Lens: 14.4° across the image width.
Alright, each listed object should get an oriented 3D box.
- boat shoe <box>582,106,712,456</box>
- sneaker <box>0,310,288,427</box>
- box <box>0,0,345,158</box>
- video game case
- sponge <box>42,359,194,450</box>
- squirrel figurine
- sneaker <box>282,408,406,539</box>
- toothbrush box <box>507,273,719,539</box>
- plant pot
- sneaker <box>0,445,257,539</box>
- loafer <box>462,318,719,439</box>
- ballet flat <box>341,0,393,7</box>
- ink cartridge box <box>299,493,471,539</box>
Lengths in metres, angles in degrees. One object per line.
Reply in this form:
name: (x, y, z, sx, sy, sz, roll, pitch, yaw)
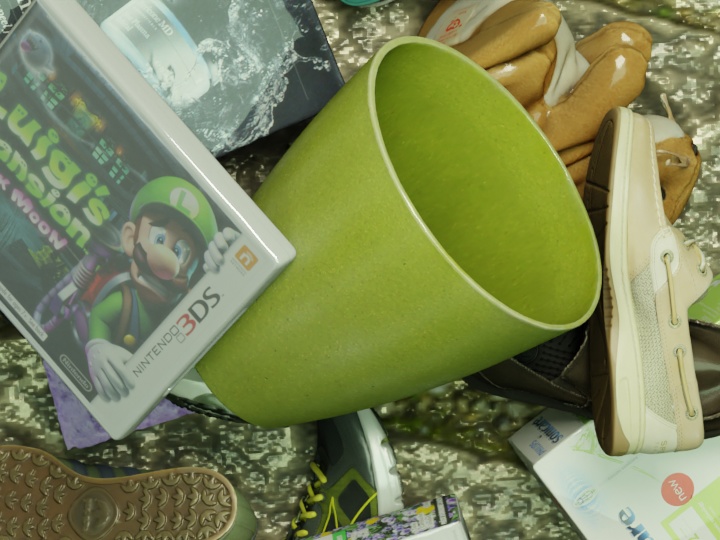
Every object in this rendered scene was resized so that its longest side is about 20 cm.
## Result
boat shoe: (0.167, 0.006, 1.634, 0.065, 0.072, 0.200, -2, 89, -7)
sneaker: (-0.125, 0.027, 1.695, 0.200, 0.077, 0.089, 21, 80, -15)
box: (-0.138, -0.155, 1.664, 0.200, 0.117, 0.197, -24, 101, -6)
video game case: (-0.152, -0.029, 1.579, 0.200, 0.023, 0.182, 49, 128, 6)
sponge: (-0.099, 0.028, 1.741, 0.200, 0.030, 0.112, -17, 100, -5)
squirrel figurine: (0.102, -0.073, 1.722, 0.200, 0.142, 0.187, -38, 113, 12)
sneaker: (-0.015, 0.164, 1.751, 0.084, 0.074, 0.200, -9, 100, -7)
toothbrush box: (0.218, 0.108, 1.775, 0.200, 0.086, 0.146, -37, 101, -1)
plant pot: (0.000, 0.000, 1.600, 0.200, 0.187, 0.187, -35, 104, 30)
sneaker: (-0.155, 0.151, 1.729, 0.200, 0.090, 0.067, 2, 74, 19)
loafer: (0.146, 0.055, 1.692, 0.200, 0.071, 0.073, 5, 73, 15)
ballet flat: (0.068, -0.202, 1.668, 0.200, 0.069, 0.070, -10, 103, 37)
ink cartridge box: (-0.021, 0.217, 1.712, 0.200, 0.050, 0.109, -17, 109, 3)
